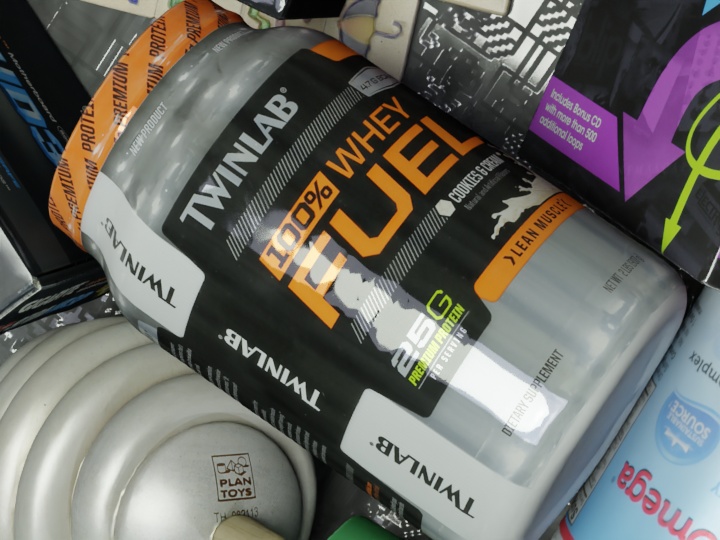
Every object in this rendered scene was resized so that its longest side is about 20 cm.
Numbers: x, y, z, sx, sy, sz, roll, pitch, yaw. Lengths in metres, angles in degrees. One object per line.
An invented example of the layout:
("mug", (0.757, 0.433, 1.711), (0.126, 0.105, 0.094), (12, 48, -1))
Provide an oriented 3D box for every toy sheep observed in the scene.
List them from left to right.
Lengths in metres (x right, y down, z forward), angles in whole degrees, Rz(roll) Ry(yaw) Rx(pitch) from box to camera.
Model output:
("toy sheep", (-0.079, 0.084, 1.058), (0.200, 0.137, 0.139), (17, 102, 52))

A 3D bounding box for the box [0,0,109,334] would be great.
("box", (-0.158, -0.073, 1.057), (0.046, 0.159, 0.201), (-34, 87, 15))

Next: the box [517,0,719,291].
("box", (0.135, -0.105, 1.002), (0.036, 0.143, 0.201), (18, 101, -29))

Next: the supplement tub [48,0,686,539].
("supplement tub", (0.000, 0.000, 0.990), (0.199, 0.122, 0.123), (34, 102, 11))

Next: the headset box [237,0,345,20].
("headset box", (-0.071, -0.210, 1.051), (0.199, 0.093, 0.175), (27, 100, 10))

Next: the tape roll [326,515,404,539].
("tape roll", (-0.031, 0.184, 1.031), (0.048, 0.200, 0.201), (30, 101, 10))

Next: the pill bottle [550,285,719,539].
("pill bottle", (0.134, 0.089, 1.031), (0.108, 0.109, 0.201), (31, 102, 8))

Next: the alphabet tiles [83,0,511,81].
("alphabet tiles", (-0.016, -0.148, 1.096), (0.166, 0.008, 0.201), (15, 99, 11))
